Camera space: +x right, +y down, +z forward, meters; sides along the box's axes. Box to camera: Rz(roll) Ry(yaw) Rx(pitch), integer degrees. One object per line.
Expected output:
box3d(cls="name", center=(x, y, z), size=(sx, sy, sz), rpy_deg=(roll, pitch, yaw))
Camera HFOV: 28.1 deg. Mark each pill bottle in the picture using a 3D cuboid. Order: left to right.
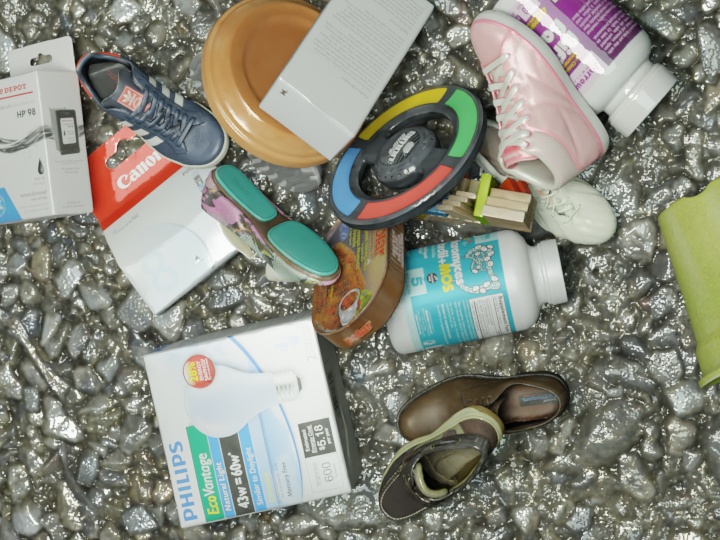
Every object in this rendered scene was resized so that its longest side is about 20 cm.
box3d(cls="pill bottle", center=(0.124, 0.020, 1.574), size=(0.197, 0.111, 0.113), rpy_deg=(-12, 91, 7))
box3d(cls="pill bottle", center=(0.241, -0.240, 1.548), size=(0.200, 0.112, 0.113), rpy_deg=(42, 96, 5))

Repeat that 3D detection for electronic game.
box3d(cls="electronic game", center=(0.049, -0.123, 1.549), size=(0.199, 0.201, 0.042), rpy_deg=(-36, 124, 8))

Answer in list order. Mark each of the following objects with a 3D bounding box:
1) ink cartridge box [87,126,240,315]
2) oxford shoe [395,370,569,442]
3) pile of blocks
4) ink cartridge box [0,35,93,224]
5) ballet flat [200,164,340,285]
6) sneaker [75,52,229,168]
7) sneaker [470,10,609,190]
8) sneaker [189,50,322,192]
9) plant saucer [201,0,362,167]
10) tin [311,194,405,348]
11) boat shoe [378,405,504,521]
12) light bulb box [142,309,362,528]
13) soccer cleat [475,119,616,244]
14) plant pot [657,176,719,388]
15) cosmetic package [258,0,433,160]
box3d(cls="ink cartridge box", center=(-0.228, -0.077, 1.647), size=(0.159, 0.047, 0.201), rpy_deg=(-37, 89, 7))
box3d(cls="oxford shoe", center=(0.132, 0.152, 1.593), size=(0.197, 0.084, 0.074), rpy_deg=(-14, 92, 9))
box3d(cls="pile of blocks", center=(0.106, -0.087, 1.557), size=(0.198, 0.082, 0.063), rpy_deg=(7, 82, 40))
box3d(cls="ink cartridge box", center=(-0.376, -0.159, 1.632), size=(0.115, 0.066, 0.203), rpy_deg=(-6, 92, 35))
box3d(cls="ballet flat", center=(-0.101, -0.034, 1.574), size=(0.200, 0.069, 0.072), rpy_deg=(41, 129, 21))
box3d(cls="sneaker", center=(-0.239, -0.181, 1.609), size=(0.198, 0.084, 0.076), rpy_deg=(30, 91, 16))
box3d(cls="sneaker", center=(0.168, -0.172, 1.509), size=(0.105, 0.075, 0.201), rpy_deg=(-44, 98, -25))
box3d(cls="sneaker", center=(-0.101, -0.180, 1.614), size=(0.074, 0.082, 0.201), rpy_deg=(-22, 110, 44))
box3d(cls="plant saucer", center=(-0.076, -0.213, 1.571), size=(0.197, 0.037, 0.203), rpy_deg=(8, 70, -24))
box3d(cls="tin", center=(0.000, 0.000, 1.545), size=(0.042, 0.201, 0.112), rpy_deg=(35, 123, -24))
box3d(cls="boat shoe", center=(0.077, 0.220, 1.574), size=(0.073, 0.065, 0.200), rpy_deg=(40, 127, -2))
box3d(cls="light bulb box", center=(-0.118, 0.161, 1.604), size=(0.197, 0.125, 0.201), rpy_deg=(-13, 91, 7))
box3d(cls="soccer cleat", center=(0.195, -0.094, 1.577), size=(0.199, 0.078, 0.070), rpy_deg=(37, 96, 4))
box3d(cls="plant pot", center=(0.408, -0.002, 1.510), size=(0.198, 0.200, 0.186), rpy_deg=(-26, 78, 7))
box3d(cls="cosmetic package", center=(-0.013, -0.231, 1.545), size=(0.101, 0.071, 0.201), rpy_deg=(36, 61, -8))
